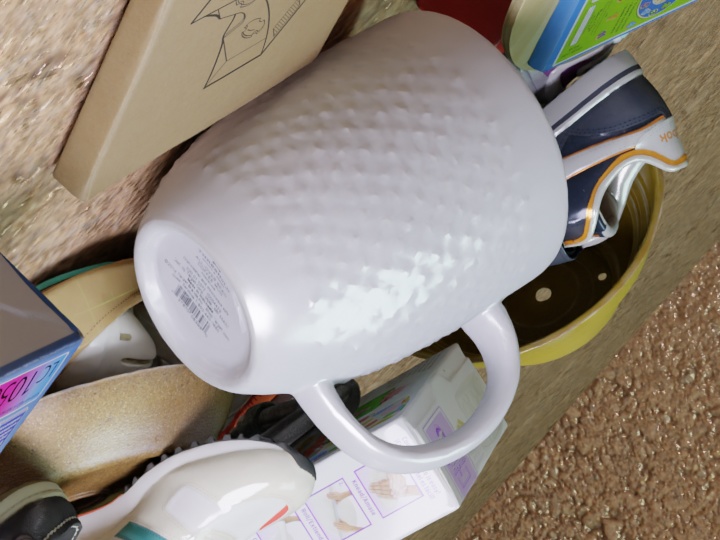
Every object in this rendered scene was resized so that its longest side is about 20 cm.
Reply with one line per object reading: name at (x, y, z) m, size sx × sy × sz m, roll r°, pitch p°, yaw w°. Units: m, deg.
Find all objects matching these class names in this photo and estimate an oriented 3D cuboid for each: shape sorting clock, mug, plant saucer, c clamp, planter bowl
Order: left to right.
plant saucer at (-0.149, 0.102, 1.154) m, size 0.199 × 0.036 × 0.200 m, roll -21°, pitch 166°, yaw -5°
c clamp at (-0.055, 0.087, 1.259) m, size 0.170 × 0.027 × 0.200 m, roll -32°, pitch -177°, yaw -15°
mug at (0.000, 0.000, 1.106) m, size 0.175 × 0.201 × 0.148 m, roll -31°, pitch -179°, yaw -32°
planter bowl at (0.098, -0.006, 1.399) m, size 0.200 × 0.200 × 0.084 m, roll -43°, pitch 136°, yaw -8°
shape sorting clock at (0.148, -0.174, 1.165) m, size 0.199 × 0.039 × 0.200 m, roll -32°, pitch 161°, yaw -12°

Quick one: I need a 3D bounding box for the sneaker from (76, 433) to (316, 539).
sneaker at (-0.103, 0.153, 1.116) m, size 0.199 × 0.094 × 0.070 m, roll -24°, pitch 147°, yaw 15°

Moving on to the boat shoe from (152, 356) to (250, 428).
boat shoe at (-0.067, 0.036, 1.319) m, size 0.069 × 0.072 × 0.200 m, roll -54°, pitch 166°, yaw 26°

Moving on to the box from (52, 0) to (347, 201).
box at (-0.040, -0.125, 0.962) m, size 0.163 × 0.021 × 0.200 m, roll -36°, pitch 166°, yaw -40°

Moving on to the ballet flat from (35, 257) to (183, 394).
ballet flat at (-0.110, 0.025, 1.141) m, size 0.069 × 0.063 × 0.200 m, roll -53°, pitch 167°, yaw 32°

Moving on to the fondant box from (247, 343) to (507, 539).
fondant box at (-0.030, 0.124, 1.227) m, size 0.199 × 0.058 × 0.144 m, roll -32°, pitch -176°, yaw 18°

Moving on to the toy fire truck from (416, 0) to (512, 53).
toy fire truck at (0.107, -0.198, 1.163) m, size 0.200 × 0.049 × 0.141 m, roll -46°, pitch 169°, yaw 1°

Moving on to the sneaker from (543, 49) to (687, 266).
sneaker at (0.092, -0.032, 1.307) m, size 0.200 × 0.080 × 0.078 m, roll -38°, pitch 175°, yaw 20°

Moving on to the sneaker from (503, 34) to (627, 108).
sneaker at (0.067, -0.107, 1.272) m, size 0.140 × 0.078 × 0.200 m, roll -33°, pitch 163°, yaw -49°

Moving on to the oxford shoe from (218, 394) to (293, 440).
oxford shoe at (-0.043, 0.092, 1.472) m, size 0.200 × 0.072 × 0.071 m, roll -50°, pitch -170°, yaw 41°

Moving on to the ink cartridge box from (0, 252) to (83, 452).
ink cartridge box at (-0.218, 0.085, 0.939) m, size 0.200 × 0.076 × 0.136 m, roll -50°, pitch 168°, yaw 29°

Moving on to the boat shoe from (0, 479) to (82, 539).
boat shoe at (-0.167, 0.149, 0.996) m, size 0.072 × 0.066 × 0.201 m, roll -50°, pitch 173°, yaw 21°
